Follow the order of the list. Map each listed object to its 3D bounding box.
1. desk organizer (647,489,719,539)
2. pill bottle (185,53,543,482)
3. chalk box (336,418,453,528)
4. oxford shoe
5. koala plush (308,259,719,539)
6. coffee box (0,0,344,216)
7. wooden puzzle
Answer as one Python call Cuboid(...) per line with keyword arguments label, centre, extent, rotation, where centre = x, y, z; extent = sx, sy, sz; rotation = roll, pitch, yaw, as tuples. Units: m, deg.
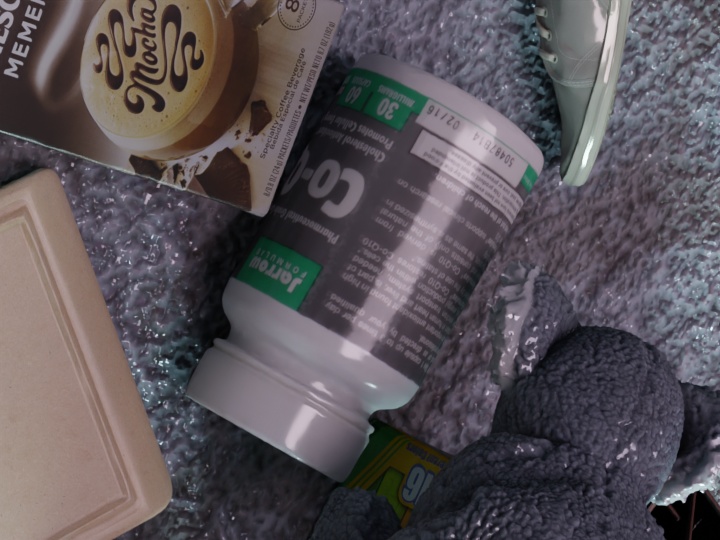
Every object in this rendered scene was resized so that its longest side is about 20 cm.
Cuboid(label="desk organizer", centre=(0.176, 0.132, 1.393), extent=(0.072, 0.077, 0.200), rotation=(-49, 129, -13))
Cuboid(label="pill bottle", centre=(0.000, 0.000, 1.182), extent=(0.113, 0.113, 0.200), rotation=(34, 84, -41))
Cuboid(label="chalk box", centre=(0.036, 0.207, 1.280), extent=(0.124, 0.125, 0.200), rotation=(28, 87, -41))
Cuboid(label="oxford shoe", centre=(0.120, -0.143, 1.266), extent=(0.058, 0.075, 0.200), rotation=(6, 117, 3))
Cuboid(label="koala plush", centre=(0.100, 0.108, 1.128), extent=(0.177, 0.184, 0.200), rotation=(35, 63, -8))
Cuboid(label="coffee box", centre=(-0.119, -0.108, 1.068), extent=(0.200, 0.080, 0.113), rotation=(16, 97, -41))
Cuboid(label="wooden puzzle", centre=(-0.197, 0.071, 1.092), extent=(0.200, 0.037, 0.185), rotation=(-30, 111, -32))
